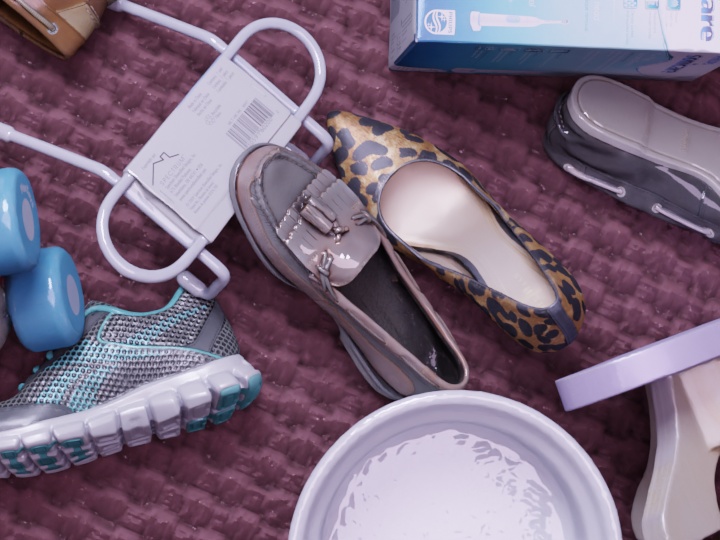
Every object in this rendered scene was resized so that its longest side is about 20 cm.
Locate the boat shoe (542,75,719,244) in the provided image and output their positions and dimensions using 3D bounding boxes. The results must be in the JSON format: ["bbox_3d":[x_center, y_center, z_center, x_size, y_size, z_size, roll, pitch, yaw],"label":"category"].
[{"bbox_3d":[0.207,-0.057,1.749,0.199,0.057,0.067,27,52,-7],"label":"boat shoe"}]

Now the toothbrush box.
[{"bbox_3d":[0.123,-0.166,1.694,0.199,0.146,0.086,3,87,-5],"label":"toothbrush box"}]

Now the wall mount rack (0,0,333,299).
[{"bbox_3d":[-0.119,-0.083,1.690,0.174,0.075,0.200,40,65,-5],"label":"wall mount rack"}]

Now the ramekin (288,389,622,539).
[{"bbox_3d":[0.055,0.171,1.687,0.199,0.098,0.202,0,90,-2],"label":"ramekin"}]

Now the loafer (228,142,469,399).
[{"bbox_3d":[0.000,0.000,1.676,0.072,0.063,0.200,-51,121,-24],"label":"loafer"}]

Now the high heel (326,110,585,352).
[{"bbox_3d":[0.057,-0.031,1.681,0.071,0.143,0.200,-45,92,-6],"label":"high heel"}]

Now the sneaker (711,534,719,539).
[{"bbox_3d":[0.258,0.209,1.724,0.199,0.071,0.113,-33,86,1],"label":"sneaker"}]

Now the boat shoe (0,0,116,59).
[{"bbox_3d":[-0.245,-0.193,1.689,0.199,0.076,0.074,25,78,1],"label":"boat shoe"}]

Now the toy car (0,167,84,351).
[{"bbox_3d":[-0.273,-0.053,1.667,0.183,0.177,0.201,-9,59,8],"label":"toy car"}]

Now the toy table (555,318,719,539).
[{"bbox_3d":[0.214,0.092,1.683,0.199,0.184,0.118,-19,87,-32],"label":"toy table"}]

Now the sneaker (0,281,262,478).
[{"bbox_3d":[-0.165,0.065,1.700,0.199,0.078,0.092,-15,72,-11],"label":"sneaker"}]
